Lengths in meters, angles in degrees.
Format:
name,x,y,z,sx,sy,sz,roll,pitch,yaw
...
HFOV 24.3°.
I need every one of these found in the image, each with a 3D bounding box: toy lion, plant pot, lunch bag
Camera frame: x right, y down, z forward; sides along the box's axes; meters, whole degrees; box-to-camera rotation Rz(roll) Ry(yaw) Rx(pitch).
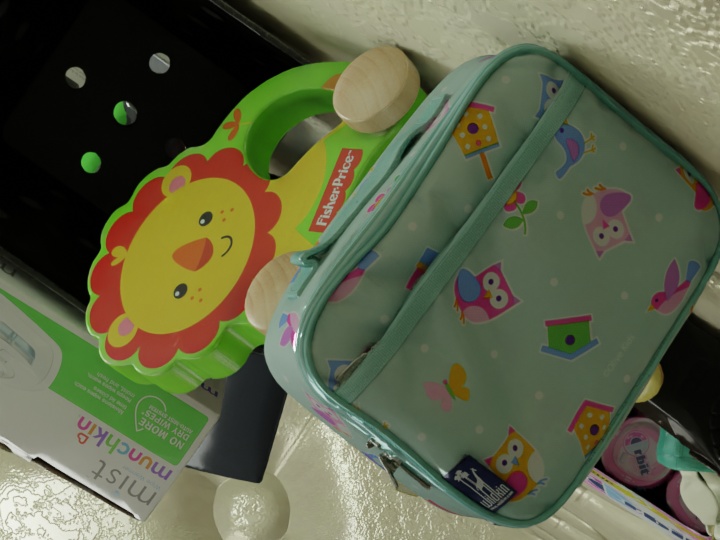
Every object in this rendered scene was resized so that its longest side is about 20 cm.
name,x,y,z,sx,sy,sz,roll,pitch,yaw
toy lion,-0.062,-0.025,0.922,0.191,0.200,0.069,8,157,39
plant pot,-0.158,-0.099,1.068,0.200,0.200,0.177,35,-176,-4
lunch bag,0.058,0.008,0.755,0.160,0.200,0.077,39,168,-19

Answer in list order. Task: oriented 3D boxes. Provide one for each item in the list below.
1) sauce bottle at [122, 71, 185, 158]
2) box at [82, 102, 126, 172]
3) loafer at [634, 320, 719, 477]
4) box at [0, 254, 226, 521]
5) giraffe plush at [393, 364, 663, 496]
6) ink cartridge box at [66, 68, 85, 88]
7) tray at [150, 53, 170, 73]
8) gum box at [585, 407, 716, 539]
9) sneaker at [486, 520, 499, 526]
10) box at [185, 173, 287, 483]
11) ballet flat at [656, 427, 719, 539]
name,x,y,z,sx,sy,sz,roll,pitch,yaw
sauce bottle,-0.159,-0.075,1.276,0.066,0.066,0.200,32,150,16
box,-0.227,-0.098,1.460,0.200,0.097,0.176,33,177,39
loafer,0.221,0.082,1.020,0.200,0.073,0.071,41,178,13
box,-0.192,0.044,1.085,0.200,0.097,0.177,34,-165,-10
giraffe plush,0.080,0.023,0.960,0.172,0.201,0.162,2,168,-40
ink cartridge box,-0.255,-0.110,1.273,0.068,0.200,0.116,36,171,-14
tray,-0.118,-0.126,1.276,0.107,0.022,0.200,34,171,-1
gum box,0.226,0.156,1.375,0.200,0.066,0.114,32,172,19
sneaker,0.090,0.107,1.335,0.200,0.080,0.087,44,136,42
box,-0.096,0.038,1.301,0.104,0.200,0.148,15,133,-3
ballet flat,0.265,0.158,1.218,0.067,0.071,0.200,9,157,39
